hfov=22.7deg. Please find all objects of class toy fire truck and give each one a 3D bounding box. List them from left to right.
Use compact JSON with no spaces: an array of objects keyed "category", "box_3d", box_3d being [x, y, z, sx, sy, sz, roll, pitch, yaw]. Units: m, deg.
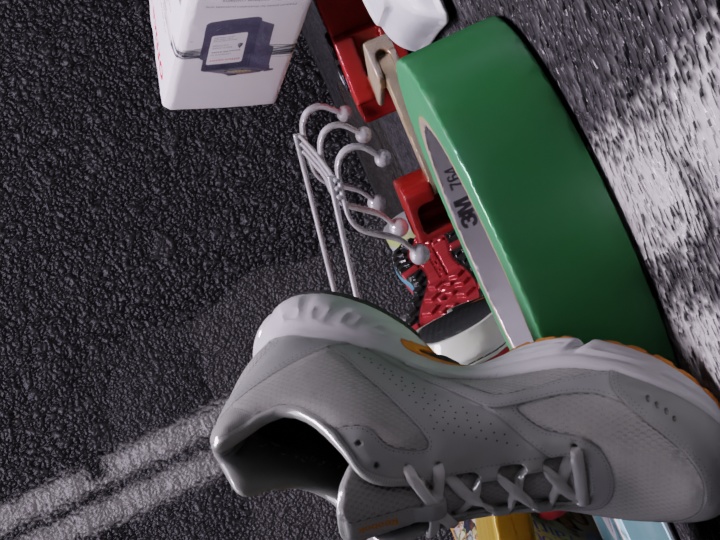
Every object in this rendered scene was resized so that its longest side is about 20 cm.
[{"category":"toy fire truck","box_3d":[0.014,-0.133,1.187,0.141,0.048,0.201,-116,3,-63]}]

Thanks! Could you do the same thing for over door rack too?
[{"category":"over door rack","box_3d":[0.000,0.000,1.190,0.148,0.066,0.202,-124,31,-71]}]

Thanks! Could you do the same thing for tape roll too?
[{"category":"tape roll","box_3d":[0.076,-0.007,0.766,0.200,0.048,0.202,156,90,-89]}]

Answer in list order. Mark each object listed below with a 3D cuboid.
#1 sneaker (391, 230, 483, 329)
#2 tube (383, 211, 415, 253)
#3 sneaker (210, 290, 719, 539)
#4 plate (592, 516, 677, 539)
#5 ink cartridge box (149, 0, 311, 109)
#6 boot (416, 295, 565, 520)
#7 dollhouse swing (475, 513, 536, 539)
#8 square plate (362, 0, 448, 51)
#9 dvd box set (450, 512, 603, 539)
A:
[{"category":"sneaker","box_3d":[0.084,0.039,1.370,0.096,0.079,0.200,55,-168,-26]},{"category":"tube","box_3d":[0.087,0.033,1.721,0.052,0.058,0.201,-5,120,44]},{"category":"sneaker","box_3d":[0.037,0.072,0.657,0.092,0.199,0.076,-55,-35,-46]},{"category":"plate","box_3d":[0.155,0.149,1.035,0.200,0.025,0.201,155,90,-89]},{"category":"ink cartridge box","box_3d":[-0.088,-0.214,1.177,0.200,0.084,0.146,120,144,-65]},{"category":"boot","box_3d":[0.093,0.086,1.075,0.200,0.072,0.145,-12,-98,-78]},{"category":"dollhouse swing","box_3d":[0.127,0.154,0.789,0.200,0.180,0.177,74,-159,-85]},{"category":"square plate","box_3d":[-0.009,-0.214,0.979,0.198,0.028,0.201,-116,2,-87]},{"category":"dvd box set","box_3d":[0.112,0.158,1.175,0.146,0.030,0.200,27,-165,-19]}]
